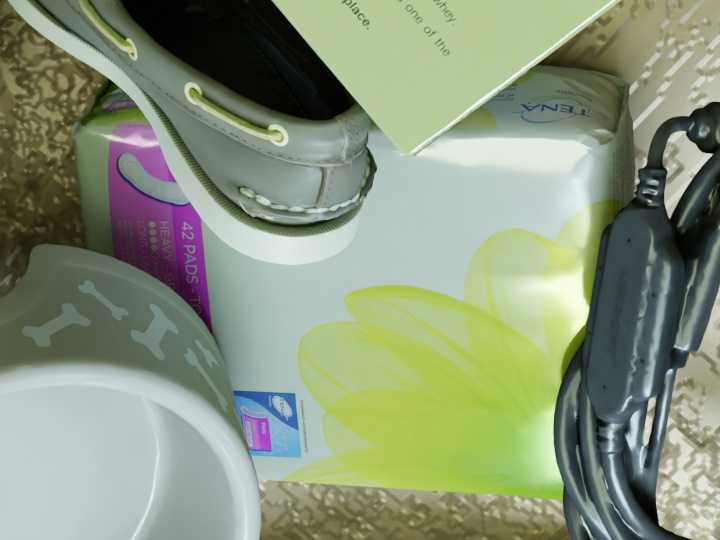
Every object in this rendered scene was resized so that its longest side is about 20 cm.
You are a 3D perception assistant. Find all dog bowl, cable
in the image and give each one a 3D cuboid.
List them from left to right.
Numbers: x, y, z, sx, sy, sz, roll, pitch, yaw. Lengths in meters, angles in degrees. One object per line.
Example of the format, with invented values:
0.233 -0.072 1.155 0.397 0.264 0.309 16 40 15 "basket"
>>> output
-0.124 0.090 0.736 0.200 0.059 0.200 -15 127 -21 "dog bowl"
0.149 0.036 0.759 0.163 0.051 0.200 -4 112 -22 "cable"

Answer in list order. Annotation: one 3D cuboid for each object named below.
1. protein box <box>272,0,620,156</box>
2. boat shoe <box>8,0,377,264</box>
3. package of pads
0.039 -0.185 0.666 0.200 0.135 0.199 -36 101 25 "protein box"
-0.062 -0.090 0.727 0.202 0.072 0.060 50 144 27 "boat shoe"
0.000 0.000 0.797 0.200 0.068 0.155 2 116 11 "package of pads"
